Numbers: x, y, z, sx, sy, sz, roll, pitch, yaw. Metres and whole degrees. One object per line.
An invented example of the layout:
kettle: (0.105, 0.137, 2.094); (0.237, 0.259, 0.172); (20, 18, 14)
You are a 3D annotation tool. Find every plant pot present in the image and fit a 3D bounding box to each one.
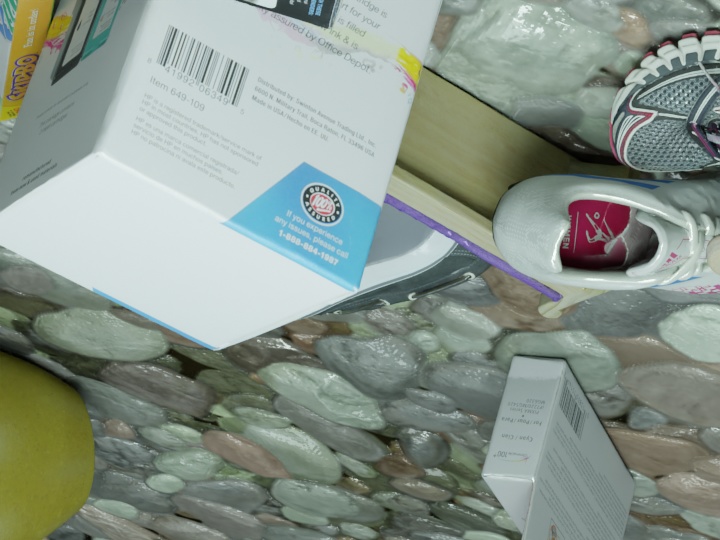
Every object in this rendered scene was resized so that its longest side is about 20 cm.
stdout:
plant pot: (-0.292, 0.143, 1.733); (0.141, 0.201, 0.200); (-3, 166, -31)

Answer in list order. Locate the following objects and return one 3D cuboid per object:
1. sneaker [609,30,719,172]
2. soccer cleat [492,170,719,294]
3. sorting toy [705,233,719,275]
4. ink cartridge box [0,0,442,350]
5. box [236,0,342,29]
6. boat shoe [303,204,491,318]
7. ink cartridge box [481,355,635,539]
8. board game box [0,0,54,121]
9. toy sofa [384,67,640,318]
sneaker: (0.208, -0.075, 1.107); (0.199, 0.075, 0.081); (-8, 146, 41)
soccer cleat: (0.168, -0.015, 1.175); (0.199, 0.070, 0.086); (-2, -167, -20)
sorting toy: (0.301, -0.022, 1.107); (0.199, 0.037, 0.185); (-6, 173, -42)
ink cartridge box: (-0.069, -0.092, 1.088); (0.146, 0.201, 0.146); (28, 153, -24)
box: (-0.088, -0.196, 0.991); (0.199, 0.117, 0.060); (18, 152, -1)
boat shoe: (0.000, 0.000, 1.386); (0.057, 0.069, 0.199); (34, 147, -34)
ink cartridge box: (0.133, 0.183, 1.546); (0.044, 0.177, 0.200); (3, 151, 25)
board game box: (-0.189, -0.157, 1.157); (0.030, 0.096, 0.200); (-18, 163, -17)
toy sofa: (0.049, -0.053, 1.234); (0.199, 0.083, 0.097); (29, 151, -24)
